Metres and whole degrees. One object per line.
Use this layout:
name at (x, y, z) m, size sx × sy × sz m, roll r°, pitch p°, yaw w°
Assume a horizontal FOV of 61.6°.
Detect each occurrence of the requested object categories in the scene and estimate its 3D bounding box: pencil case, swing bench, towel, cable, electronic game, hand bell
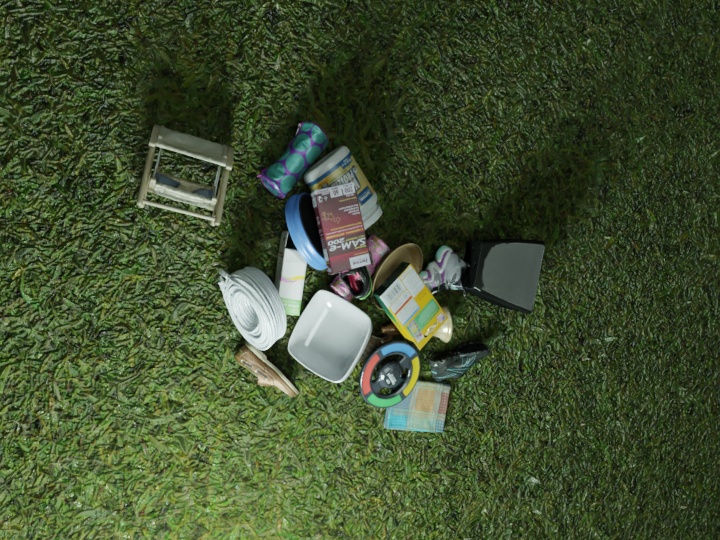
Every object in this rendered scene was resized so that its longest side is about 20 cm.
pencil case at (-0.173, -0.288, 1.562) m, size 0.092 × 0.085 × 0.202 m, roll 40°, pitch 81°, yaw -17°
swing bench at (-0.417, -0.230, 1.452) m, size 0.193 × 0.129 × 0.207 m, roll 13°, pitch 89°, yaw -20°
towel at (0.169, 0.396, 1.768) m, size 0.194 × 0.022 × 0.152 m, roll 10°, pitch 91°, yaw -21°
pencil case at (0.000, 0.000, 1.647) m, size 0.087 × 0.082 × 0.201 m, roll 45°, pitch 78°, yaw -17°
cable at (-0.262, 0.093, 1.499) m, size 0.068 × 0.197 × 0.206 m, roll -29°, pitch 122°, yaw -38°
electronic game at (0.083, 0.287, 1.671) m, size 0.194 × 0.041 × 0.207 m, roll -11°, pitch 114°, yaw -26°
hand bell at (0.151, 0.159, 1.709) m, size 0.193 × 0.104 × 0.108 m, roll -4°, pitch 95°, yaw -16°

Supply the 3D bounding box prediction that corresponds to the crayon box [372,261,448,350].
crayon box at (0.136, 0.096, 1.633) m, size 0.126 × 0.051 × 0.202 m, roll -43°, pitch 112°, yaw -15°

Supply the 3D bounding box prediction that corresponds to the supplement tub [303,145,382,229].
supplement tub at (-0.043, -0.204, 1.584) m, size 0.144 × 0.144 × 0.202 m, roll -39°, pitch 105°, yaw -13°

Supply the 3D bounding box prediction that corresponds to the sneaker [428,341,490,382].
sneaker at (0.294, 0.269, 1.789) m, size 0.194 × 0.075 × 0.082 m, roll -14°, pitch 110°, yaw -11°

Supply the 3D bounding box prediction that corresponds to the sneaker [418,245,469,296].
sneaker at (0.234, 0.041, 1.708) m, size 0.138 × 0.078 × 0.202 m, roll 34°, pitch 81°, yaw 19°

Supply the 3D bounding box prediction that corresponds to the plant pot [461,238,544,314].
plant pot at (0.395, 0.000, 1.743) m, size 0.172 × 0.200 × 0.207 m, roll 11°, pitch 90°, yaw -10°

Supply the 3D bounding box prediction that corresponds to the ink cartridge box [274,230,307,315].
ink cartridge box at (-0.181, 0.004, 1.560) m, size 0.065 × 0.117 × 0.207 m, roll 8°, pitch 91°, yaw -15°

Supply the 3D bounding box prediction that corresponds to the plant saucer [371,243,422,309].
plant saucer at (0.094, 0.010, 1.666) m, size 0.197 × 0.035 × 0.205 m, roll -30°, pitch 137°, yaw -32°

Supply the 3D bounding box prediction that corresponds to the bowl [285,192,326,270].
bowl at (-0.120, -0.103, 1.542) m, size 0.038 × 0.201 × 0.205 m, roll -23°, pitch 105°, yaw 20°

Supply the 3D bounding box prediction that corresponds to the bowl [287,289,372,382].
bowl at (-0.073, 0.179, 1.601) m, size 0.196 × 0.075 × 0.204 m, roll 28°, pitch 83°, yaw 23°

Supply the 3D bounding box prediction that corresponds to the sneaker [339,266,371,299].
sneaker at (-0.023, -0.022, 1.544) m, size 0.075 × 0.084 × 0.205 m, roll -22°, pitch 99°, yaw 16°

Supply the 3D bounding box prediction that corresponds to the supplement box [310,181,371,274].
supplement box at (-0.047, -0.103, 1.475) m, size 0.106 × 0.061 × 0.207 m, roll -14°, pitch 93°, yaw -14°

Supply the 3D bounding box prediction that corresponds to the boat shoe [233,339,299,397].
boat shoe at (-0.246, 0.270, 1.585) m, size 0.200 × 0.072 × 0.068 m, roll 45°, pitch 83°, yaw -7°

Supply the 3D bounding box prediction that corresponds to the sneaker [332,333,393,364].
sneaker at (0.004, 0.215, 1.681) m, size 0.194 × 0.070 × 0.078 m, roll -8°, pitch 80°, yaw -25°
